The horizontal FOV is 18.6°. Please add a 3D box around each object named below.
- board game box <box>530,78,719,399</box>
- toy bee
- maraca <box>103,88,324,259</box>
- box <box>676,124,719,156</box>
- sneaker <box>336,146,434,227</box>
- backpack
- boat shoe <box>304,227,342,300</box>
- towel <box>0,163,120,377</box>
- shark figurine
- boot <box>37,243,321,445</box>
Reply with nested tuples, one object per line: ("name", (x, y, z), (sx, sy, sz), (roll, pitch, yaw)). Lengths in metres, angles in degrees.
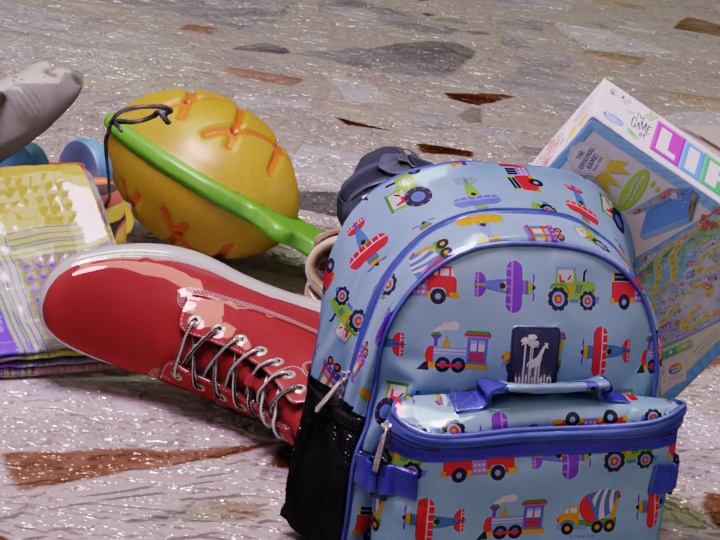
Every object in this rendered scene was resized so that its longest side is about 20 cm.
("board game box", (0.122, 0.010, 1.135), (0.134, 0.200, 0.034), (33, 41, -8))
("toy bee", (-0.196, -0.033, 1.419), (0.130, 0.109, 0.200), (-7, -4, -23))
("maraca", (-0.091, -0.055, 1.506), (0.200, 0.107, 0.137), (33, 10, 20))
("box", (0.323, -0.027, 1.577), (0.199, 0.129, 0.109), (0, 19, -24))
("sneaker", (0.082, -0.037, 1.577), (0.201, 0.077, 0.146), (3, 20, -14))
("backpack", (0.066, 0.056, 1.043), (0.182, 0.201, 0.135), (4, 17, -19))
("boat shoe", (0.000, 0.000, 1.348), (0.069, 0.074, 0.200), (10, -6, -17))
("towel", (-0.225, -0.003, 1.266), (0.199, 0.023, 0.144), (-2, 57, -31))
("shark figurine", (-0.270, -0.059, 1.356), (0.213, 0.090, 0.128), (-18, 14, 3))
("boot", (-0.077, 0.049, 1.207), (0.199, 0.073, 0.144), (14, 17, -14))
